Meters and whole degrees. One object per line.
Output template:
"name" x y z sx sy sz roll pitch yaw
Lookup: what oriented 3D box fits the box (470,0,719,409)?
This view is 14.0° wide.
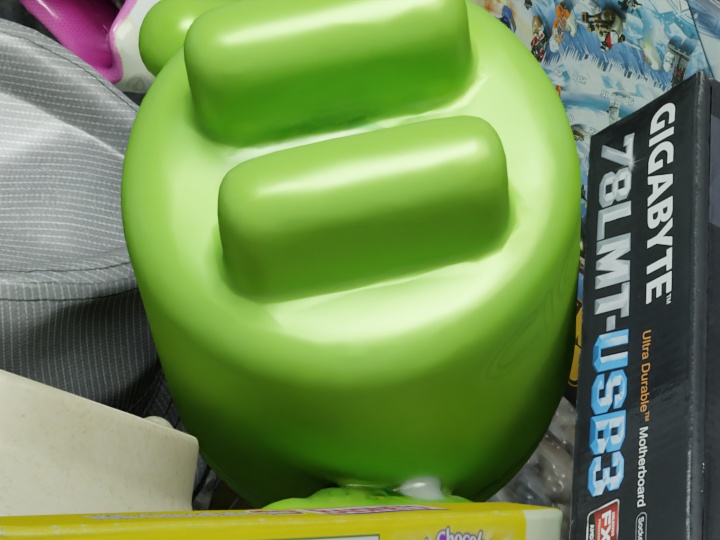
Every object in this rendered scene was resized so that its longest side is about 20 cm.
"box" 0.067 -0.045 0.892 0.040 0.137 0.200 -4 31 -30

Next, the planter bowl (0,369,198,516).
"planter bowl" -0.114 0.084 0.705 0.199 0.200 0.135 20 84 -15

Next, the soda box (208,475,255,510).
"soda box" -0.020 0.125 0.841 0.067 0.064 0.201 23 54 -13

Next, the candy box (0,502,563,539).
"candy box" -0.023 0.104 0.654 0.200 0.026 0.103 5 88 -51

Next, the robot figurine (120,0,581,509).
"robot figurine" 0.000 0.000 0.774 0.115 0.200 0.176 -14 66 -3

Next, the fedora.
"fedora" -0.114 -0.012 0.858 0.199 0.090 0.178 17 55 -18

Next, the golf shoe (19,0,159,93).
"golf shoe" -0.101 -0.141 0.950 0.091 0.075 0.200 -27 75 -44

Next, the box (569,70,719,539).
"box" 0.136 0.079 0.752 0.200 0.050 0.199 32 47 -30
